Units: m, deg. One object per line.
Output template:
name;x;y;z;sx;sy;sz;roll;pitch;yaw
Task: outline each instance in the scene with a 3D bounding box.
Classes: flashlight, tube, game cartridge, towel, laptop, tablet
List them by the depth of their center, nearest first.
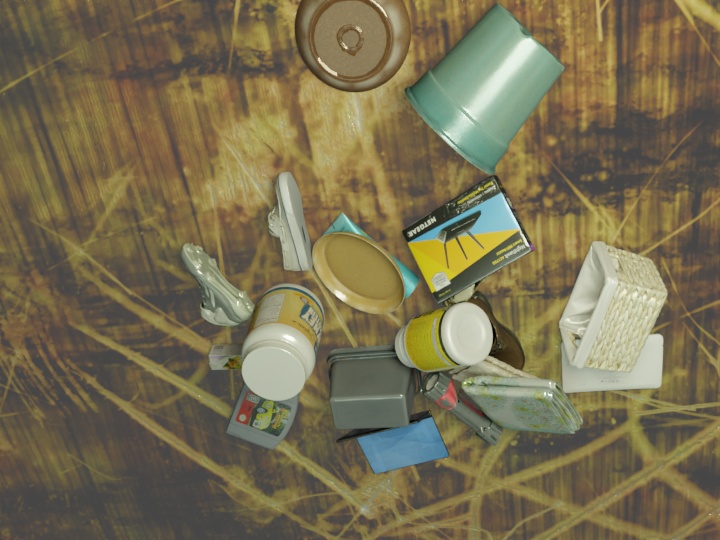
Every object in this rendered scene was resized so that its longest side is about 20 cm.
tube;0.022;-0.025;1.575;0.198;0.051;0.078;37;123;-11
towel;0.316;0.259;1.620;0.196;0.049;0.172;-2;144;35
towel;0.281;0.223;1.660;0.196;0.035;0.133;23;155;-9
tablet;0.502;0.188;1.662;0.194;0.014;0.133;-5;120;9
flashlight;0.213;0.281;1.728;0.199;0.068;0.069;37;80;-20
laptop;0.073;0.380;1.775;0.183;0.200;0.119;-17;84;16
game cartridge;-0.206;0.301;1.806;0.130;0.041;0.203;18;122;-9

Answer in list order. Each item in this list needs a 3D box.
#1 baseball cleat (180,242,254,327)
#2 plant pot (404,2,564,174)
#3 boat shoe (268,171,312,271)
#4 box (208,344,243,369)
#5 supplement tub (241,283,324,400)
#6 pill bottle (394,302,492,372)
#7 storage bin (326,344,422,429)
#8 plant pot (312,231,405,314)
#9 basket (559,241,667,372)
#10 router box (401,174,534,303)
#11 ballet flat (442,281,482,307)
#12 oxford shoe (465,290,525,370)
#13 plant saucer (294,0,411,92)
baseball cleat;-0.300;0.040;1.638;0.105;0.070;0.200;-34;111;24
plant pot;0.204;-0.293;1.311;0.199;0.201;0.196;37;111;-16
boat shoe;-0.140;-0.087;1.545;0.068;0.072;0.204;-5;126;10
box;-0.217;0.180;1.729;0.194;0.042;0.040;-2;123;7
supplement tub;-0.149;0.136;1.599;0.140;0.202;0.148;3;123;5
pill bottle;0.150;0.131;1.571;0.112;0.114;0.199;40;152;-17
storage bin;0.023;0.254;1.690;0.194;0.135;0.149;-3;121;10
plant pot;0.000;0.000;1.563;0.196;0.028;0.203;21;141;18
basket;0.462;0.072;1.528;0.120;0.137;0.204;11;122;-5
router box;0.192;-0.055;1.490;0.198;0.051;0.152;-31;82;22
ballet flat;0.214;-0.004;1.550;0.070;0.071;0.201;29;120;-11
oxford shoe;0.257;0.139;1.622;0.072;0.085;0.200;-33;114;22
plant saucer;-0.015;-0.386;1.364;0.195;0.037;0.205;3;121;6
